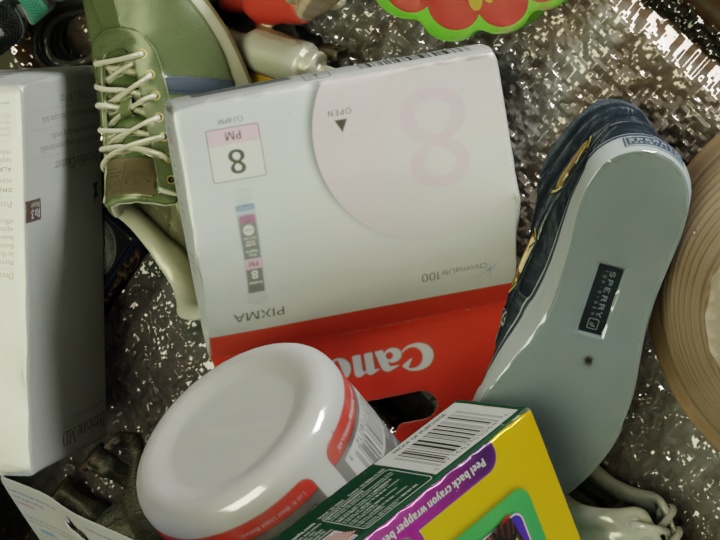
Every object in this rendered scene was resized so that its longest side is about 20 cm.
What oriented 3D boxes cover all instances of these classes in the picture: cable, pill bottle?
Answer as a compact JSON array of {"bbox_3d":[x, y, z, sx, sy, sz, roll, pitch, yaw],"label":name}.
[{"bbox_3d":[-0.090,-0.130,1.364,0.200,0.050,0.097,9,110,22],"label":"cable"},{"bbox_3d":[-0.009,0.139,1.285,0.116,0.116,0.200,-21,125,26],"label":"pill bottle"}]

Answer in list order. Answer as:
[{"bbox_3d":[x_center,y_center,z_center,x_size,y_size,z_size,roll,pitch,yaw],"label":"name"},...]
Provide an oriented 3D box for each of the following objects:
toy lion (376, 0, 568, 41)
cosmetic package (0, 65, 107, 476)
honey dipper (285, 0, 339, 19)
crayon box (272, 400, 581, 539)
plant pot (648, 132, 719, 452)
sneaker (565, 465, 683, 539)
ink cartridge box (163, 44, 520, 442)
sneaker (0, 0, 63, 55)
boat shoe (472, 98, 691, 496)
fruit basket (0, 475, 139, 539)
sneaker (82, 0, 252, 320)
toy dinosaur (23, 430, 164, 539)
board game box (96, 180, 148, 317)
[{"bbox_3d":[0.028,-0.210,1.300,0.200,0.069,0.192,3,107,25],"label":"toy lion"},{"bbox_3d":[-0.186,-0.001,1.355,0.081,0.113,0.200,0,100,16],"label":"cosmetic package"},{"bbox_3d":[-0.077,-0.210,1.310,0.038,0.038,0.200,-44,78,24],"label":"honey dipper"},{"bbox_3d":[0.024,0.184,1.200,0.058,0.200,0.173,4,121,50],"label":"crayon box"},{"bbox_3d":[0.220,0.018,1.225,0.201,0.093,0.201,5,101,23],"label":"plant pot"},{"bbox_3d":[0.133,0.149,1.296,0.200,0.073,0.071,40,118,15],"label":"sneaker"},{"bbox_3d":[0.000,0.000,1.297,0.162,0.057,0.200,-11,97,-7],"label":"ink cartridge box"},{"bbox_3d":[-0.156,-0.188,1.382,0.200,0.088,0.074,-28,127,6],"label":"sneaker"},{"bbox_3d":[0.104,0.017,1.278,0.071,0.091,0.200,19,109,-10],"label":"boat shoe"},{"bbox_3d":[-0.086,0.187,1.266,0.185,0.094,0.200,10,130,63],"label":"fruit basket"},{"bbox_3d":[-0.098,-0.065,1.326,0.067,0.090,0.200,-10,115,42],"label":"sneaker"},{"bbox_3d":[-0.116,0.143,1.422,0.102,0.077,0.200,41,107,-7],"label":"toy dinosaur"},{"bbox_3d":[-0.222,-0.030,1.453,0.200,0.035,0.136,40,112,14],"label":"board game box"}]
